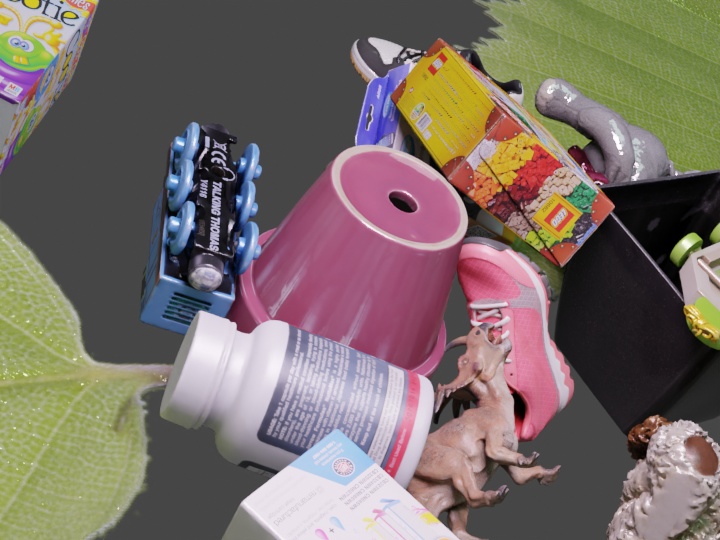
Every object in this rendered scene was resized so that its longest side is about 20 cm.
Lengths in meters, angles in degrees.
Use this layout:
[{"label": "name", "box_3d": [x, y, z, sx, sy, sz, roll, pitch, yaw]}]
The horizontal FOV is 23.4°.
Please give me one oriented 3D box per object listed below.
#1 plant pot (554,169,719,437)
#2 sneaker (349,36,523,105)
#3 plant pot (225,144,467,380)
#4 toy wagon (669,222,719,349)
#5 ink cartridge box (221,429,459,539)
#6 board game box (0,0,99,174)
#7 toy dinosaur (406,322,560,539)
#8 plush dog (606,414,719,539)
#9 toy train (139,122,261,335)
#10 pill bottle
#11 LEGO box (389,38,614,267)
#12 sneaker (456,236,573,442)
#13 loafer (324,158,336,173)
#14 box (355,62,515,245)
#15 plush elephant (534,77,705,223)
[{"label": "plant pot", "box_3d": [0.299, 0.043, 1.644, 0.198, 0.178, 0.201, -9, 51, -39]}, {"label": "sneaker", "box_3d": [0.087, -0.214, 1.877, 0.198, 0.088, 0.076, 28, 39, 1]}, {"label": "plant pot", "box_3d": [0.000, 0.000, 1.499, 0.198, 0.180, 0.201, 17, 38, -14]}, {"label": "toy wagon", "box_3d": [0.336, 0.029, 1.506, 0.199, 0.040, 0.155, -20, 59, -44]}, {"label": "ink cartridge box", "box_3d": [0.000, 0.244, 1.261, 0.200, 0.126, 0.128, 40, 38, 15]}, {"label": "board game box", "box_3d": [-0.326, -0.185, 1.562, 0.104, 0.103, 0.201, 26, 37, -4]}, {"label": "toy dinosaur", "box_3d": [0.080, 0.153, 1.456, 0.135, 0.086, 0.200, 34, 60, 25]}, {"label": "plush dog", "box_3d": [0.270, 0.222, 1.482, 0.201, 0.159, 0.172, 60, 24, -4]}, {"label": "toy train", "box_3d": [-0.140, -0.039, 1.506, 0.086, 0.115, 0.201, 18, 39, -19]}, {"label": "pill bottle", "box_3d": [-0.052, 0.108, 1.388, 0.198, 0.120, 0.120, 22, 38, -10]}, {"label": "LEGO box", "box_3d": [0.126, -0.110, 1.593, 0.148, 0.077, 0.200, 35, 13, -28]}, {"label": "sneaker", "box_3d": [0.130, 0.065, 1.528, 0.087, 0.073, 0.202, -50, 126, -42]}, {"label": "loafer", "box_3d": [0.042, -0.120, 1.757, 0.063, 0.072, 0.199, 36, 39, 19]}, {"label": "box", "box_3d": [0.082, -0.116, 1.709, 0.199, 0.041, 0.120, 28, 63, -36]}, {"label": "plush elephant", "box_3d": [0.238, -0.067, 1.742, 0.198, 0.166, 0.155, 21, 51, 26]}]
